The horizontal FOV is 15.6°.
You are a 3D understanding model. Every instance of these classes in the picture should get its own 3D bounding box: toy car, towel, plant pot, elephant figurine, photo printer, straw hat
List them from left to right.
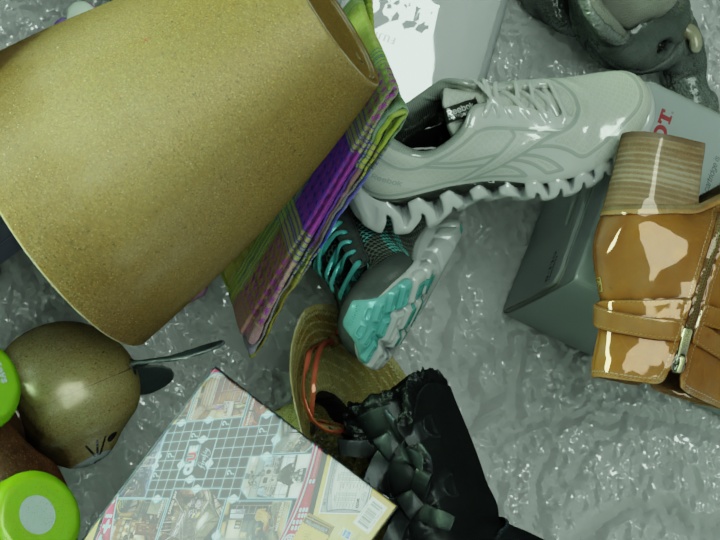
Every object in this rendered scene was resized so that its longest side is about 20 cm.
[{"bbox_3d":[-0.177,0.095,1.572,0.200,0.164,0.158,-24,88,-32],"label":"toy car"},{"bbox_3d":[-0.096,-0.087,1.493,0.200,0.186,0.187,-32,91,11],"label":"plant pot"},{"bbox_3d":[-0.034,-0.060,1.593,0.023,0.144,0.200,20,116,-24],"label":"towel"},{"bbox_3d":[-0.025,0.125,1.639,0.085,0.201,0.202,-21,86,22],"label":"straw hat"},{"bbox_3d":[0.004,-0.152,1.703,0.166,0.069,0.201,19,75,-6],"label":"photo printer"},{"bbox_3d":[0.174,-0.195,1.745,0.155,0.141,0.201,11,93,14],"label":"elephant figurine"}]

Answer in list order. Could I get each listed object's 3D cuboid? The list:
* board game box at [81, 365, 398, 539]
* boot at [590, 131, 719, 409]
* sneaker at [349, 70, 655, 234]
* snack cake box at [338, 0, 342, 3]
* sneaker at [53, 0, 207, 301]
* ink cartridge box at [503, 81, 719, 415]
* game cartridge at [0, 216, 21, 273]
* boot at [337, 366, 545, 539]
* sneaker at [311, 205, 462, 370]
[{"bbox_3d":[-0.091,0.175,1.499,0.135,0.035,0.200,38,78,0],"label":"board game box"},{"bbox_3d":[0.233,0.009,1.601,0.199,0.074,0.155,10,83,-10],"label":"boot"},{"bbox_3d":[0.086,-0.085,1.602,0.199,0.081,0.075,-17,48,-8],"label":"sneaker"},{"bbox_3d":[-0.114,-0.207,1.622,0.200,0.115,0.067,19,74,13],"label":"snack cake box"},{"bbox_3d":[-0.163,-0.063,1.643,0.088,0.080,0.201,-27,89,-9],"label":"sneaker"},{"bbox_3d":[0.221,-0.006,1.708,0.200,0.145,0.146,25,74,-11],"label":"ink cartridge box"},{"bbox_3d":[-0.286,-0.002,1.567,0.200,0.130,0.038,-38,57,-19],"label":"game cartridge"},{"bbox_3d":[0.064,0.145,1.628,0.073,0.198,0.163,-27,79,20],"label":"boot"},{"bbox_3d":[0.000,0.000,1.636,0.091,0.200,0.078,28,106,3],"label":"sneaker"}]
